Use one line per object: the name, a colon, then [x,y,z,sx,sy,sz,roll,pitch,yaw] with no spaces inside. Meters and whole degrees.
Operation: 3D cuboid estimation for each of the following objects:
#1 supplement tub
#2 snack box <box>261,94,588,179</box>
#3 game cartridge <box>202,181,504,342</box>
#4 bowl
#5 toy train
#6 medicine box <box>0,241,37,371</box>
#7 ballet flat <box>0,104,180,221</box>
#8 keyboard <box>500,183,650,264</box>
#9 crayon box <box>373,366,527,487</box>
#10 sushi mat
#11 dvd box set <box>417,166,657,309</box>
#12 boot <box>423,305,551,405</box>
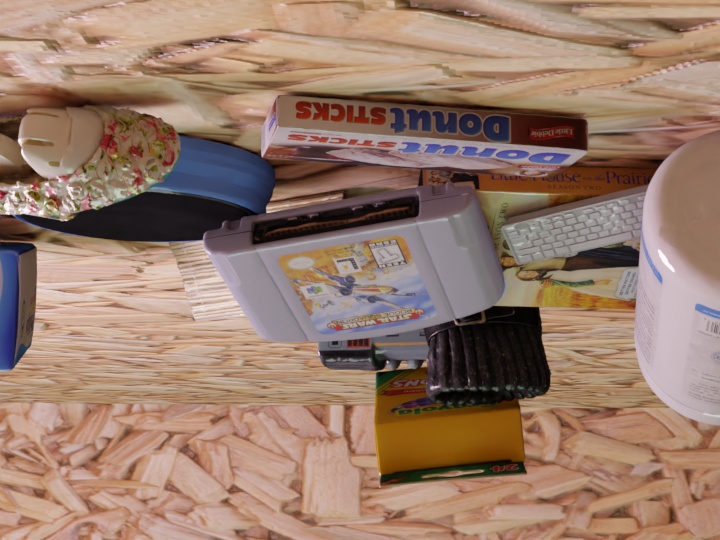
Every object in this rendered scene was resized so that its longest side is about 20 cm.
supplement tub: [0.253,0.009,0.948,0.131,0.133,0.200,-1,152,8]
snack box: [0.040,-0.084,0.889,0.198,0.025,0.072,3,168,-11]
game cartridge: [0.000,0.000,1.022,0.199,0.042,0.134,-10,138,14]
bowl: [-0.163,-0.056,1.020,0.199,0.040,0.201,1,169,0]
toy train: [0.046,0.035,1.296,0.198,0.115,0.085,-2,170,14]
medicine box: [-0.389,0.026,1.212,0.198,0.104,0.182,1,-177,-9]
ballet flat: [-0.211,-0.070,0.870,0.199,0.076,0.064,-7,152,21]
keyboard: [0.202,-0.041,0.994,0.199,0.011,0.056,-13,141,14]
crayon box: [0.076,0.130,1.218,0.126,0.051,0.200,-6,-169,2]
sushi mat: [-0.079,-0.008,1.151,0.199,0.096,0.012,-7,-158,35]
dvd box set: [0.136,-0.023,1.049,0.198,0.030,0.147,2,144,-4]
boot: [0.051,0.031,1.146,0.209,0.159,0.079,-1,170,7]
